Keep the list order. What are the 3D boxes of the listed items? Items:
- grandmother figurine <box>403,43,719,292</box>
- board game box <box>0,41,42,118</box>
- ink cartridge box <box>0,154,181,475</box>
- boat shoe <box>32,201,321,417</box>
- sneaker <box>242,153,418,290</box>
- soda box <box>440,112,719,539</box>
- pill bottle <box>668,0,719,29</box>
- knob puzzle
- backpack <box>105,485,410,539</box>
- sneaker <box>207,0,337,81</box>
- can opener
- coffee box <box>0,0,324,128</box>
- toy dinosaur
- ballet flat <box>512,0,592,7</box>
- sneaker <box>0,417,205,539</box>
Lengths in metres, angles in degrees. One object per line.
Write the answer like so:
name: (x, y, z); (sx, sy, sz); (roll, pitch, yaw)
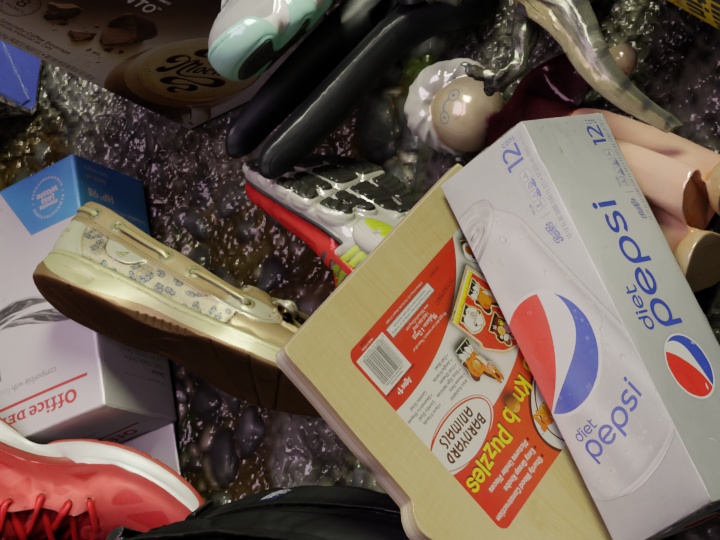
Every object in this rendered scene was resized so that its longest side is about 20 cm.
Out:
grandmother figurine: (0.106, -0.063, 1.027); (0.199, 0.061, 0.122); (24, 82, 34)
board game box: (-0.310, -0.183, 1.324); (0.198, 0.097, 0.161); (-3, 75, 34)
ink cartridge box: (-0.179, 0.048, 1.184); (0.115, 0.067, 0.202); (-24, 64, 28)
boat shoe: (-0.083, 0.020, 1.099); (0.199, 0.073, 0.063); (24, 66, 9)
sneaker: (0.000, 0.000, 1.070); (0.200, 0.077, 0.086); (37, 124, 38)
soda box: (0.118, 0.027, 0.948); (0.063, 0.068, 0.201); (-37, 72, 40)
pill bottle: (0.214, -0.154, 0.938); (0.199, 0.112, 0.113); (35, 97, 29)
knob puzzle: (0.066, 0.070, 0.948); (0.030, 0.218, 0.222); (-38, 56, 43)
backpack: (-0.011, 0.183, 0.965); (0.198, 0.175, 0.155); (-10, 87, 31)
sneaker: (-0.062, -0.196, 1.070); (0.140, 0.200, 0.078); (45, 131, -7)
can opener: (0.001, -0.128, 1.080); (0.200, 0.079, 0.063); (-45, 45, -11)
coffee box: (-0.121, -0.162, 1.123); (0.112, 0.199, 0.081); (-22, 65, 27)
toy dinosaur: (0.081, -0.140, 1.005); (0.088, 0.047, 0.201); (-29, 72, 19)
ballet flat: (0.143, -0.221, 1.045); (0.200, 0.070, 0.065); (-45, 36, 11)
sneaker: (-0.189, 0.145, 1.097); (0.198, 0.116, 0.079); (15, 124, 10)
